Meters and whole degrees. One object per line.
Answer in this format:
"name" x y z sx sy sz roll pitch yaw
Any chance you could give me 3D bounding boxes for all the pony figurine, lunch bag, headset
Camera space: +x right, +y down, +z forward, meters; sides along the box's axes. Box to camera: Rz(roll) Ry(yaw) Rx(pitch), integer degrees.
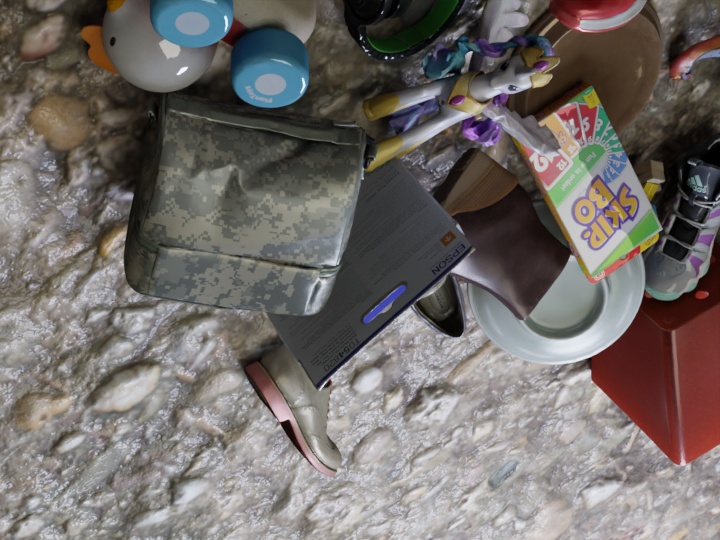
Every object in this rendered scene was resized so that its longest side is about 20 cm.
"pony figurine" 0.105 -0.162 1.281 0.199 0.168 0.193 -21 -176 20
"lunch bag" -0.098 -0.067 1.201 0.198 0.140 0.168 10 133 -12
"headset" 0.034 -0.277 1.222 0.123 0.094 0.201 -30 151 -14

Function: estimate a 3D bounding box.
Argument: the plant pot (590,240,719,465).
"plant pot" 0.393 0.071 1.639 0.199 0.200 0.177 -27 128 -11

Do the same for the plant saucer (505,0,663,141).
"plant saucer" 0.237 -0.199 1.430 0.199 0.030 0.201 -18 133 -20

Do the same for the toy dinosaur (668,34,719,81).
"toy dinosaur" 0.422 -0.254 1.498 0.180 0.105 0.202 5 85 -21

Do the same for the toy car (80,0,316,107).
"toy car" -0.155 -0.211 1.101 0.199 0.186 0.177 -25 142 28

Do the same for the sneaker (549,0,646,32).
"sneaker" 0.267 -0.311 1.311 0.199 0.078 0.116 -31 151 -26

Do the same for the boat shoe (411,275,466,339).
"boat shoe" 0.065 0.001 1.453 0.072 0.065 0.200 -34 135 -1

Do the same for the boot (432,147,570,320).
"boot" 0.119 -0.006 1.396 0.167 0.072 0.200 48 66 -19

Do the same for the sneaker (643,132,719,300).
"sneaker" 0.370 -0.074 1.539 0.201 0.077 0.140 -59 154 -19

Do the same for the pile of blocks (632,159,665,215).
"pile of blocks" 0.305 -0.032 1.570 0.062 0.082 0.201 5 123 -42

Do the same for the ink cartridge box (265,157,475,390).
"ink cartridge box" 0.000 0.000 1.313 0.199 0.200 0.041 -41 132 4

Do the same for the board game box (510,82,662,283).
"board game box" 0.240 -0.085 1.434 0.095 0.030 0.201 -34 115 -5

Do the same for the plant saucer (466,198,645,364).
"plant saucer" 0.217 0.021 1.512 0.198 0.050 0.202 0 113 1

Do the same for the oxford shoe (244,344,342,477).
"oxford shoe" -0.053 0.154 1.499 0.075 0.070 0.200 -37 137 -8
